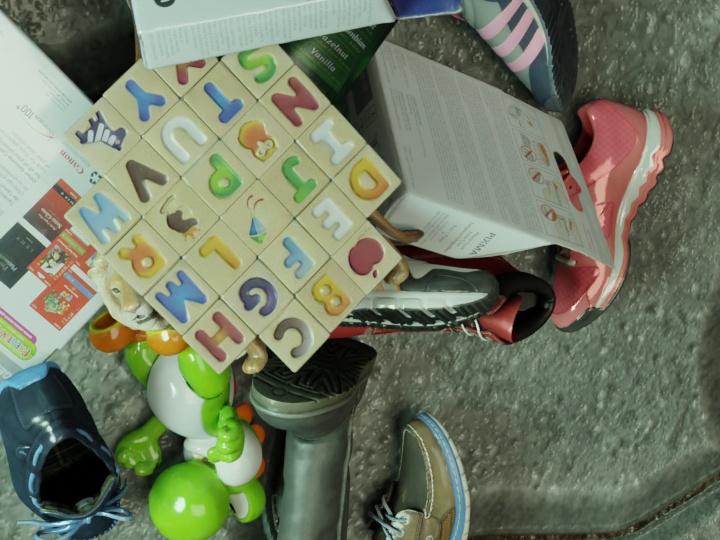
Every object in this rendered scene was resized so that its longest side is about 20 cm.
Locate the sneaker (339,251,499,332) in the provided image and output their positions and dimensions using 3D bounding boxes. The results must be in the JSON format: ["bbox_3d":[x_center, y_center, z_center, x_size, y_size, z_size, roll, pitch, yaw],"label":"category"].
[{"bbox_3d":[0.000,0.000,0.859,0.198,0.074,0.081,2,74,11],"label":"sneaker"}]

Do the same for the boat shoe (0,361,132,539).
[{"bbox_3d":[-0.203,0.144,0.818,0.084,0.069,0.201,-30,148,-12],"label":"boat shoe"}]

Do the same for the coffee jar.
[{"bbox_3d":[-0.013,-0.195,0.832,0.085,0.104,0.201,37,88,-28],"label":"coffee jar"}]

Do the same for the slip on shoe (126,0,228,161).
[{"bbox_3d":[-0.112,-0.150,0.783,0.060,0.076,0.202,-1,72,-48],"label":"slip on shoe"}]

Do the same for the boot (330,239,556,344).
[{"bbox_3d":[0.041,0.025,0.910,0.198,0.144,0.073,-13,115,-22],"label":"boot"}]

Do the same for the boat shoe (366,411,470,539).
[{"bbox_3d":[0.047,0.218,1.019,0.072,0.072,0.202,-14,112,-22],"label":"boat shoe"}]

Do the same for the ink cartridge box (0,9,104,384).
[{"bbox_3d":[-0.239,-0.052,0.768,0.176,0.084,0.200,-46,122,-6],"label":"ink cartridge box"}]

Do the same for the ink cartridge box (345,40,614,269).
[{"bbox_3d":[0.086,-0.076,0.898,0.199,0.161,0.047,18,134,-32],"label":"ink cartridge box"}]

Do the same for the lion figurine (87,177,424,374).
[{"bbox_3d":[-0.065,-0.012,0.776,0.199,0.072,0.123,-34,113,-7],"label":"lion figurine"}]

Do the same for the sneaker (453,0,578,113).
[{"bbox_3d":[0.113,-0.198,0.931,0.200,0.081,0.071,57,46,-48],"label":"sneaker"}]

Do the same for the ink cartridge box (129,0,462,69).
[{"bbox_3d":[-0.054,-0.229,0.739,0.198,0.201,0.041,-12,156,-10],"label":"ink cartridge box"}]

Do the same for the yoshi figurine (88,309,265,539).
[{"bbox_3d":[-0.129,0.120,0.879,0.111,0.113,0.201,-21,119,-3],"label":"yoshi figurine"}]

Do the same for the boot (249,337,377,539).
[{"bbox_3d":[-0.045,0.163,0.920,0.181,0.072,0.202,-13,121,-65],"label":"boot"}]

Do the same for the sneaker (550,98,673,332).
[{"bbox_3d":[0.187,-0.050,1.020,0.086,0.074,0.202,18,93,-18],"label":"sneaker"}]

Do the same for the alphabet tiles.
[{"bbox_3d":[-0.074,-0.043,0.734,0.166,0.006,0.200,-46,102,-10],"label":"alphabet tiles"}]
